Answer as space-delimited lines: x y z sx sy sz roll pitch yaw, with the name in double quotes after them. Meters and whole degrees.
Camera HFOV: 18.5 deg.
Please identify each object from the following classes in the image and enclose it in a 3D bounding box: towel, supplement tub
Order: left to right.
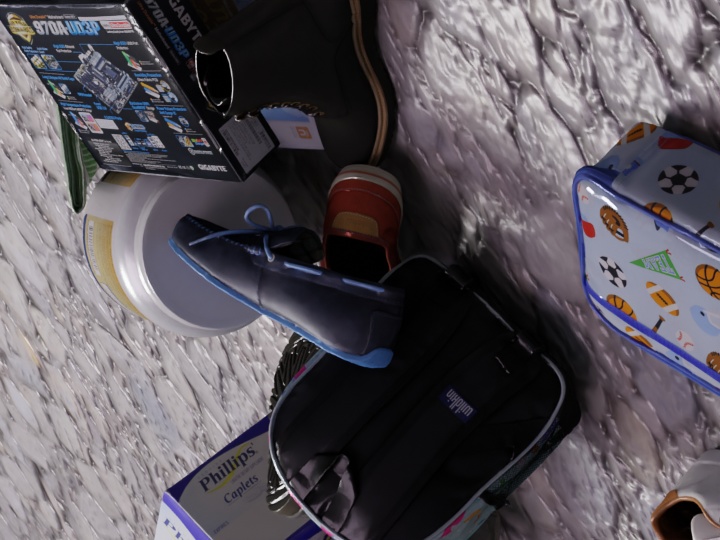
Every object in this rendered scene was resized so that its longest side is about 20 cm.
-0.229 -0.137 1.778 0.200 0.023 0.154 -115 19 -78 "towel"
-0.132 -0.025 1.726 0.145 0.144 0.200 60 167 -13 "supplement tub"

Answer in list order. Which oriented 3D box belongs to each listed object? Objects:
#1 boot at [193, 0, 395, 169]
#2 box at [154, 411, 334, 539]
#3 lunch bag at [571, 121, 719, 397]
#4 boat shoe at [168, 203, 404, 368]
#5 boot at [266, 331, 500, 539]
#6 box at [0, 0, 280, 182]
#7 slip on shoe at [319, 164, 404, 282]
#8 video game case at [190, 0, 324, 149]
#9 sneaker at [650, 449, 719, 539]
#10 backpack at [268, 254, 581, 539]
-0.052 -0.122 1.524 0.077 0.138 0.201 29 147 36 "boot"
-0.078 0.216 1.922 0.105 0.183 0.200 46 153 17 "box"
0.217 0.013 1.320 0.200 0.075 0.161 36 151 34 "lunch bag"
-0.046 0.000 1.569 0.199 0.069 0.084 28 -172 24 "boat shoe"
0.024 0.144 1.730 0.199 0.183 0.072 19 155 -26 "boot"
-0.165 -0.141 1.591 0.199 0.046 0.160 8 137 53 "box"
0.000 0.000 1.643 0.073 0.062 0.201 12 149 7 "slip on shoe"
-0.126 -0.171 1.624 0.181 0.022 0.201 4 135 31 "video game case"
0.268 0.172 1.416 0.199 0.084 0.073 4 124 55 "sneaker"
0.039 0.114 1.596 0.177 0.200 0.151 42 172 19 "backpack"
